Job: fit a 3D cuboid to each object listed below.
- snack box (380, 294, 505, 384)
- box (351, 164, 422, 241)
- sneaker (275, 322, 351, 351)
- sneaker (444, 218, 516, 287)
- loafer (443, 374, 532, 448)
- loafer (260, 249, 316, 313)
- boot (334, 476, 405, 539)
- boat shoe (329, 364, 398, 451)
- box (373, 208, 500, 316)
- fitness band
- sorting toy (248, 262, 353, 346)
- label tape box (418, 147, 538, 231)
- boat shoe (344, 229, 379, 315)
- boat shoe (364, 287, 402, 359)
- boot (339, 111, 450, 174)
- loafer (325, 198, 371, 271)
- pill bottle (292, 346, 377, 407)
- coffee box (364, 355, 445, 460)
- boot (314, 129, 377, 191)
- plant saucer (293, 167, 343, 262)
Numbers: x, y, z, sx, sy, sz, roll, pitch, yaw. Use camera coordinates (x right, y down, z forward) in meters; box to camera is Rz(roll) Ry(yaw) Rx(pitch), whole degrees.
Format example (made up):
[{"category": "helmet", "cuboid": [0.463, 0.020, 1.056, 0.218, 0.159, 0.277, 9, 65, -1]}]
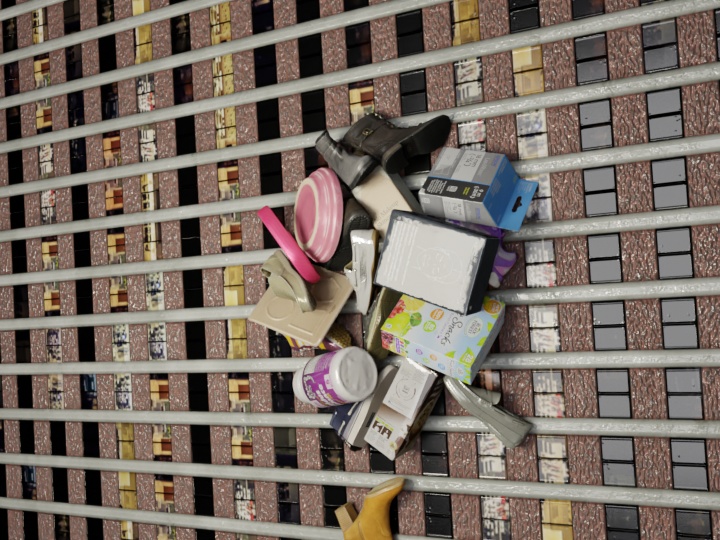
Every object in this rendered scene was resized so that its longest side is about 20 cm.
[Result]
[{"category": "snack box", "cuboid": [0.164, 0.109, 1.468, 0.197, 0.068, 0.170, 20, 54, 23]}, {"category": "box", "cuboid": [0.078, -0.113, 1.555, 0.095, 0.077, 0.201, -41, 73, 21]}, {"category": "sneaker", "cuboid": [-0.105, 0.150, 1.654, 0.198, 0.074, 0.092, 31, 110, 30]}, {"category": "sneaker", "cuboid": [0.240, -0.068, 1.482, 0.088, 0.080, 0.202, -38, 76, 11]}, {"category": "loafer", "cuboid": [0.250, 0.263, 1.468, 0.199, 0.070, 0.070, 41, 98, 1]}, {"category": "loafer", "cuboid": [-0.157, 0.034, 1.600, 0.068, 0.076, 0.200, -34, 42, -6]}, {"category": "boot", "cuboid": [0.047, 0.540, 1.581, 0.200, 0.071, 0.146, -35, 81, 25]}, {"category": "boat shoe", "cuboid": [0.003, 0.278, 1.598, 0.092, 0.074, 0.202, 30, 92, 39]}, {"category": "box", "cuboid": [0.146, -0.018, 1.420, 0.197, 0.107, 0.151, 19, 100, 24]}, {"category": "fitness band", "cuboid": [-0.156, -0.053, 1.604, 0.037, 0.144, 0.201, -37, 73, -2]}, {"category": "sorting toy", "cuboid": [-0.124, 0.068, 1.632, 0.197, 0.037, 0.187, 16, 57, 27]}, {"category": "label tape box", "cuboid": [0.231, -0.163, 1.446, 0.197, 0.064, 0.145, 12, 52, 25]}, {"category": "boat shoe", "cuboid": [0.000, 0.000, 1.564, 0.068, 0.071, 0.203, 9, 121, 8]}, {"category": "boat shoe", "cuboid": [0.049, 0.085, 1.575, 0.066, 0.071, 0.205, 18, 92, 58]}, {"category": "boot", "cuboid": [0.070, -0.294, 1.555, 0.198, 0.070, 0.174, -33, 46, -14]}, {"category": "loafer", "cuboid": [-0.028, -0.075, 1.589, 0.201, 0.072, 0.072, 119, 143, -45]}, {"category": "pill bottle", "cuboid": [-0.061, 0.231, 1.575, 0.199, 0.111, 0.115, -23, 79, 52]}, {"category": "coffee box", "cuboid": [0.101, 0.273, 1.524, 0.079, 0.113, 0.203, 30, 103, 22]}, {"category": "boot", "cuboid": [-0.041, -0.234, 1.530, 0.070, 0.200, 0.132, -42, 96, -12]}, {"category": "plant saucer", "cuboid": [-0.097, -0.120, 1.595, 0.200, 0.050, 0.205, -178, 90, -65]}]
